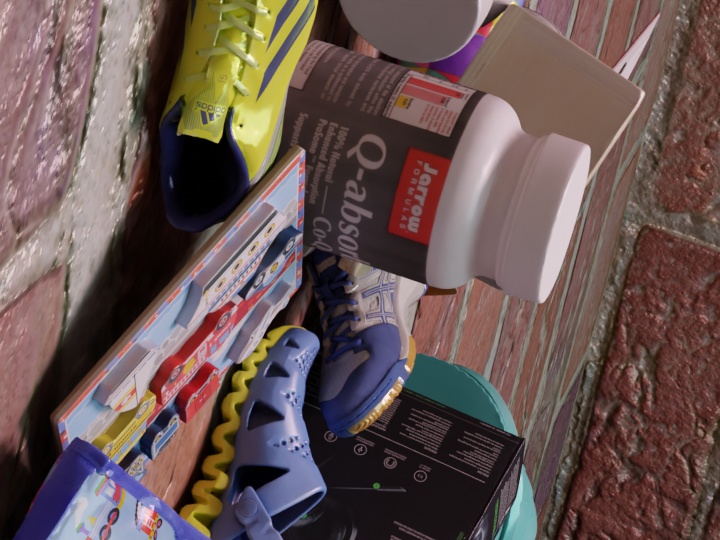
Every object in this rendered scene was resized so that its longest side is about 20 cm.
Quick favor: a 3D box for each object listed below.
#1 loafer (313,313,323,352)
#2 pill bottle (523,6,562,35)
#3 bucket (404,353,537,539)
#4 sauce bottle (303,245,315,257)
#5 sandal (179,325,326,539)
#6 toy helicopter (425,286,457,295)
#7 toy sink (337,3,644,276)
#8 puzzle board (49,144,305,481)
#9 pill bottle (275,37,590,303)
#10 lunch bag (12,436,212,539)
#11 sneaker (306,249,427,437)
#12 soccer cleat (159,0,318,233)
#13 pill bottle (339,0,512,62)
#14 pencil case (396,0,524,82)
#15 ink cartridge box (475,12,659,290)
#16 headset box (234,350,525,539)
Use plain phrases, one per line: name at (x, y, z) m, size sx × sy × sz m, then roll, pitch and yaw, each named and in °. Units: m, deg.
loafer at (0.000, 0.000, 1.652) m, size 0.072 × 0.063 × 0.201 m, roll 28°, pitch 73°, yaw -48°
pill bottle at (0.110, -0.156, 1.762) m, size 0.200 × 0.109 × 0.110 m, roll -23°, pitch 131°, yaw -75°
bucket at (0.034, 0.168, 1.696) m, size 0.135 × 0.206 × 0.208 m, roll 73°, pitch 37°, yaw -63°
sauce bottle at (-0.016, -0.056, 1.436) m, size 0.200 × 0.066 × 0.066 m, roll -51°, pitch 156°, yaw -62°
sandal at (-0.060, 0.133, 1.461) m, size 0.080 × 0.086 × 0.201 m, roll 73°, pitch 33°, yaw -70°
toy helicopter at (0.060, -0.027, 1.738) m, size 0.133 × 0.079 × 0.200 m, roll -60°, pitch -175°, yaw 5°
toy sink at (0.089, -0.055, 1.442) m, size 0.201 × 0.112 × 0.130 m, roll -56°, pitch 176°, yaw 3°
puzzle board at (-0.091, 0.042, 1.190) m, size 0.200 × 0.017 × 0.151 m, roll -50°, pitch 165°, yaw -24°
pill bottle at (0.024, -0.057, 1.279) m, size 0.116 × 0.199 × 0.117 m, roll 18°, pitch 90°, yaw -78°
lunch bag at (-0.150, 0.176, 1.125) m, size 0.151 × 0.094 × 0.200 m, roll -59°, pitch 154°, yaw -12°
sneaker at (-0.009, 0.026, 1.534) m, size 0.075 × 0.088 × 0.201 m, roll -30°, pitch -150°, yaw 31°
soccer cleat at (-0.065, -0.106, 1.124) m, size 0.084 × 0.064 × 0.201 m, roll -54°, pitch 159°, yaw -50°
pill bottle at (0.062, -0.222, 1.424) m, size 0.200 × 0.113 × 0.114 m, roll -59°, pitch 163°, yaw -50°
pencil case at (0.069, -0.173, 1.614) m, size 0.088 × 0.088 × 0.201 m, roll 59°, pitch 49°, yaw -75°
ink cartridge box at (0.149, -0.100, 1.666) m, size 0.200 × 0.045 × 0.177 m, roll -47°, pitch 162°, yaw -60°
headset box at (-0.006, 0.181, 1.537) m, size 0.093 × 0.173 × 0.201 m, roll 93°, pitch 23°, yaw -52°
